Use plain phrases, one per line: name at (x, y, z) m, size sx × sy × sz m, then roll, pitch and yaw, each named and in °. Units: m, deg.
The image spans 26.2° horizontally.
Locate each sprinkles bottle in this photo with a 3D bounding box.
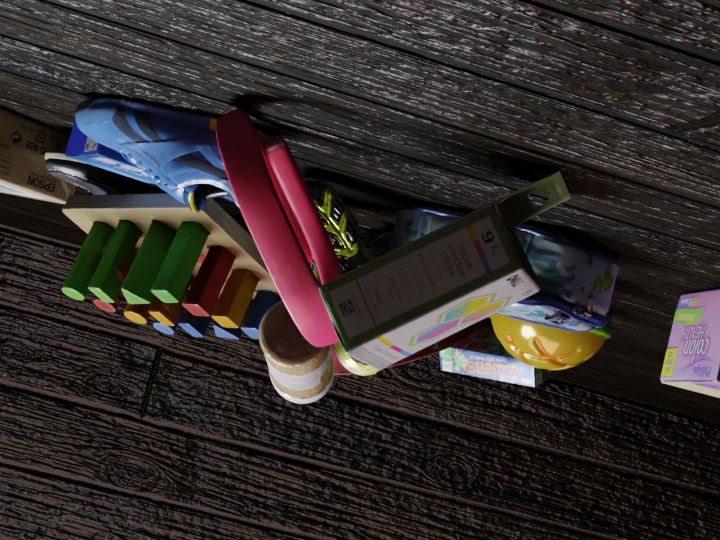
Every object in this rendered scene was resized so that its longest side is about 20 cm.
sprinkles bottle at (-0.061, 0.083, 1.532) m, size 0.068 × 0.068 × 0.200 m, roll 14°, pitch 166°, yaw 4°

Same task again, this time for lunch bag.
lunch bag at (0.138, 0.000, 1.482) m, size 0.200 × 0.083 × 0.161 m, roll 13°, pitch 177°, yaw 30°

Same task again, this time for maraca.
maraca at (0.205, 0.056, 1.722) m, size 0.137 × 0.107 × 0.200 m, roll 17°, pitch 175°, yaw -7°

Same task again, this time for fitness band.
fitness band at (-0.057, -0.035, 1.213) m, size 0.037 × 0.200 × 0.144 m, roll -23°, pitch -162°, yaw 7°

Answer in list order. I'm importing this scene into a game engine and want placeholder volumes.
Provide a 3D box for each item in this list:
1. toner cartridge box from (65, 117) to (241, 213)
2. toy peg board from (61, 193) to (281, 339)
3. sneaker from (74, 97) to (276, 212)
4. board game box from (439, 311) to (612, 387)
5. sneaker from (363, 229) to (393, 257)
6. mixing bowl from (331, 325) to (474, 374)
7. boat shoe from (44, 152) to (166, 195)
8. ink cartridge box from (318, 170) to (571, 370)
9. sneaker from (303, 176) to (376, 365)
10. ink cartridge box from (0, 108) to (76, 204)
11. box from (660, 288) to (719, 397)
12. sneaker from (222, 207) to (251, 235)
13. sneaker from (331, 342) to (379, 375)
toner cartridge box at (-0.171, -0.100, 1.479) m, size 0.200 × 0.043 × 0.095 m, roll 17°, pitch 175°, yaw -28°
toy peg board at (-0.188, 0.018, 1.564) m, size 0.200 × 0.098 × 0.199 m, roll 2°, pitch 149°, yaw 39°
sneaker at (-0.167, -0.097, 1.320) m, size 0.200 × 0.079 × 0.066 m, roll 14°, pitch 177°, yaw 24°
board game box at (0.208, 0.087, 1.923) m, size 0.135 × 0.035 × 0.200 m, roll 8°, pitch -160°, yaw 36°
sneaker at (0.017, -0.011, 1.758) m, size 0.081 × 0.074 × 0.200 m, roll 17°, pitch 174°, yaw 10°
mixing bowl at (0.033, 0.047, 1.918) m, size 0.200 × 0.109 × 0.200 m, roll -14°, pitch -172°, yaw 2°
boat shoe at (-0.246, -0.070, 1.636) m, size 0.199 × 0.066 × 0.074 m, roll 20°, pitch 174°, yaw -34°
ink cartridge box at (0.078, 0.003, 1.173) m, size 0.200 × 0.059 × 0.104 m, roll -27°, pitch 165°, yaw 8°
sneaker at (-0.010, -0.004, 1.478) m, size 0.075 × 0.200 × 0.076 m, roll -20°, pitch -163°, yaw 8°
ink cartridge box at (-0.418, -0.135, 1.625) m, size 0.165 × 0.075 × 0.200 m, roll 9°, pitch 173°, yaw 37°
box at (0.424, 0.089, 1.526) m, size 0.200 × 0.097 × 0.176 m, roll 14°, pitch 175°, yaw -5°
sneaker at (-0.114, -0.030, 1.654) m, size 0.075 × 0.071 × 0.200 m, roll 15°, pitch 170°, yaw 31°
sneaker at (0.000, 0.000, 1.559) m, size 0.105 × 0.200 × 0.076 m, roll -31°, pitch 170°, yaw 40°
